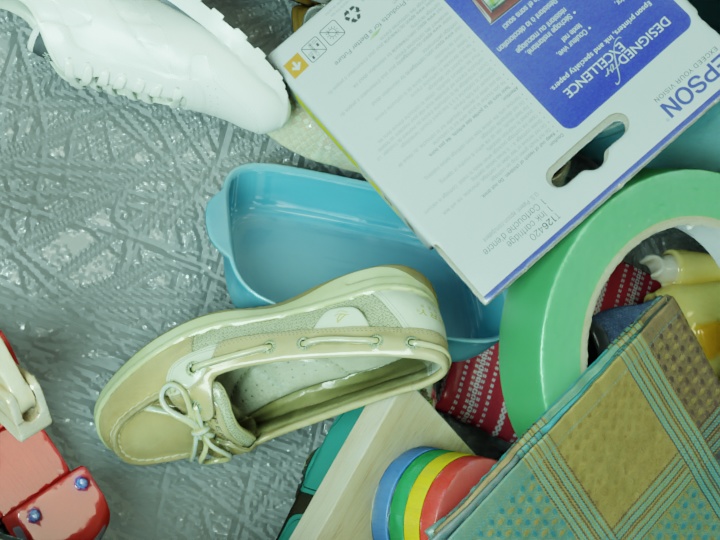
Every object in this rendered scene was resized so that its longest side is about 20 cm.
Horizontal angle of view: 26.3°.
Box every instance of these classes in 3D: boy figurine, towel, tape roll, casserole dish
[{"bbox_3d":[0.221,0.044,0.965,0.198,0.064,0.126,-15,82,-21],"label":"boy figurine"},{"bbox_3d":[0.133,0.129,0.818,0.200,0.022,0.147,-42,113,-25],"label":"towel"},{"bbox_3d":[0.150,0.060,0.978,0.199,0.022,0.146,24,67,-15],"label":"towel"},{"bbox_3d":[0.175,0.043,0.882,0.198,0.048,0.203,-1,93,-25],"label":"tape roll"},{"bbox_3d":[0.000,0.000,0.899,0.198,0.039,0.122,10,44,-20],"label":"casserole dish"}]

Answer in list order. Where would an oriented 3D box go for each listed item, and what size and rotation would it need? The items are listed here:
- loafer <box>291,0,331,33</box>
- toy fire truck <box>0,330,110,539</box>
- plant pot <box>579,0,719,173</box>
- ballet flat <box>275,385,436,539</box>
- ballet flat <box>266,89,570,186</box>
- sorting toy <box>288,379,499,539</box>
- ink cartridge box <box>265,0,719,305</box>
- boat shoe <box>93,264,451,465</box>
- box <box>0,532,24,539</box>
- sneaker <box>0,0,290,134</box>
[{"bbox_3d":[-0.020,-0.169,0.950,0.199,0.073,0.073,33,87,-8],"label":"loafer"},{"bbox_3d":[-0.185,0.056,0.766,0.049,0.141,0.201,-33,90,-27],"label":"toy fire truck"},{"bbox_3d":[0.238,-0.118,0.982,0.187,0.199,0.202,35,64,-28],"label":"plant pot"},{"bbox_3d":[-0.007,0.146,0.870,0.064,0.075,0.201,48,63,-40],"label":"ballet flat"},{"bbox_3d":[0.035,-0.088,0.934,0.198,0.062,0.068,15,69,-12],"label":"ballet flat"},{"bbox_3d":[0.042,0.198,0.820,0.199,0.069,0.201,48,62,-33],"label":"sorting toy"},{"bbox_3d":[0.081,-0.112,0.871,0.197,0.047,0.200,-40,73,-1],"label":"ink cartridge box"},{"bbox_3d":[-0.049,0.062,0.816,0.199,0.074,0.063,-19,41,5],"label":"boat shoe"},{"bbox_3d":[-0.120,0.179,0.716,0.061,0.198,0.117,-65,145,-23],"label":"box"},{"bbox_3d":[-0.132,-0.129,0.887,0.199,0.076,0.081,33,74,-5],"label":"sneaker"}]
